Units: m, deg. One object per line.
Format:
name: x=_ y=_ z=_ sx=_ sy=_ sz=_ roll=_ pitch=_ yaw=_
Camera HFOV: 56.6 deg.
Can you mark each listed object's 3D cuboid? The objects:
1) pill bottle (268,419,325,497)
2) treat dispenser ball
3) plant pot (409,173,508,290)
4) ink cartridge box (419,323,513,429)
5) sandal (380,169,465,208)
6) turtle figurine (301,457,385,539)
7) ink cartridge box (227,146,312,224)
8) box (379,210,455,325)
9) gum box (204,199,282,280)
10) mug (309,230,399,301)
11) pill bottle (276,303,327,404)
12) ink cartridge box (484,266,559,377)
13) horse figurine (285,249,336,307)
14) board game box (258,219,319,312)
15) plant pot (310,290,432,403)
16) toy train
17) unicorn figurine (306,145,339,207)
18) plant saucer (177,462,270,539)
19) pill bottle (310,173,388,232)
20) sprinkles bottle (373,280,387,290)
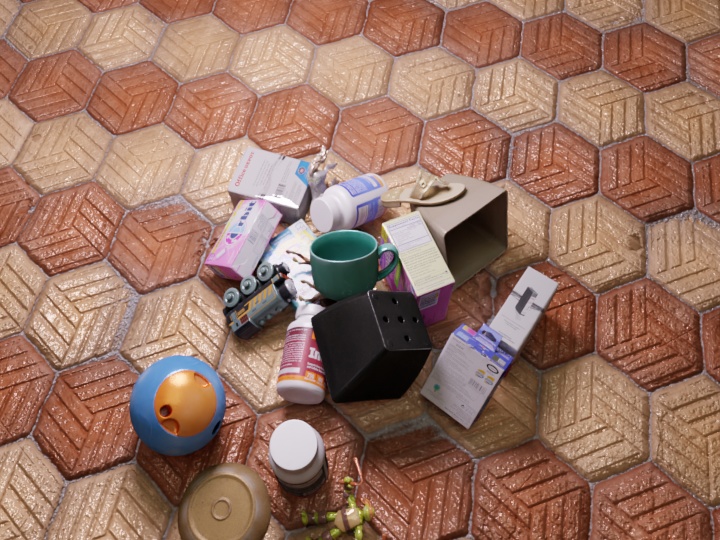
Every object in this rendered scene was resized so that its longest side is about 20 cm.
pill bottle: x=-0.124 y=0.376 z=1.341 sx=0.112 sy=0.202 sz=0.119 roll=0 pitch=60 yaw=0
treat dispenser ball: x=-0.381 y=0.281 z=1.398 sx=0.195 sy=0.202 sz=0.206 roll=0 pitch=61 yaw=1
plant pot: x=0.225 y=-0.114 z=1.614 sx=0.198 sy=0.202 sz=0.177 roll=-34 pitch=51 yaw=-17
ink cartridge box: x=0.233 y=0.213 z=1.426 sx=0.135 sy=0.203 sz=0.076 roll=34 pitch=29 yaw=18
sandal: x=0.137 y=-0.198 z=1.559 sx=0.207 sy=0.071 sz=0.078 roll=-6 pitch=36 yaw=25
turtle figurine: x=-0.037 y=0.497 z=1.353 sx=0.157 sy=0.065 sz=0.205 roll=-16 pitch=70 yaw=1
ink cartridge box: x=-0.224 y=-0.219 z=1.732 sx=0.195 sy=0.085 sz=0.149 roll=16 pitch=63 yaw=10
box: x=0.126 y=0.003 z=1.553 sx=0.094 sy=0.177 sz=0.203 roll=-18 pitch=62 yaw=-11
gum box: x=-0.282 y=-0.080 z=1.628 sx=0.112 sy=0.066 sz=0.203 roll=6 pitch=63 yaw=44
mug: x=-0.020 y=-0.001 z=1.458 sx=0.181 sy=0.117 sz=0.152 roll=12 pitch=32 yaw=26
pill bottle: x=-0.119 y=0.185 z=1.495 sx=0.110 sy=0.114 sz=0.205 roll=6 pitch=62 yaw=4
ink cartridge box: x=0.354 y=0.115 z=1.506 sx=0.083 sy=0.146 sz=0.201 roll=32 pitch=64 yaw=17
horse figurine: x=-0.096 y=0.013 z=1.555 sx=0.130 sy=0.050 sz=0.203 roll=7 pitch=49 yaw=-36
board game box: x=-0.146 y=-0.009 z=1.639 sx=0.150 sy=0.047 sz=0.201 roll=-34 pitch=66 yaw=-16
plant pot: x=0.036 y=0.147 z=1.427 sx=0.196 sy=0.177 sz=0.203 roll=4 pitch=56 yaw=-37
toy train: x=-0.233 y=0.069 z=1.551 sx=0.198 sy=0.085 sz=0.115 roll=-36 pitch=63 yaw=12
unicorn figurine: x=-0.097 y=-0.203 z=1.706 sx=0.072 sy=0.203 sz=0.139 roll=-1 pitch=42 yaw=31
plant saucer: x=-0.283 y=0.494 z=1.374 sx=0.194 sy=0.036 sz=0.205 roll=-1 pitch=61 yaw=1
pill bottle: x=-0.028 y=-0.162 z=1.645 sx=0.198 sy=0.113 sz=0.112 roll=-25 pitch=61 yaw=-40
sprinkles bottle: x=0.000 y=0.000 z=1.620 sx=0.067 sy=0.069 sz=0.202 roll=-26 pitch=65 yaw=-13
